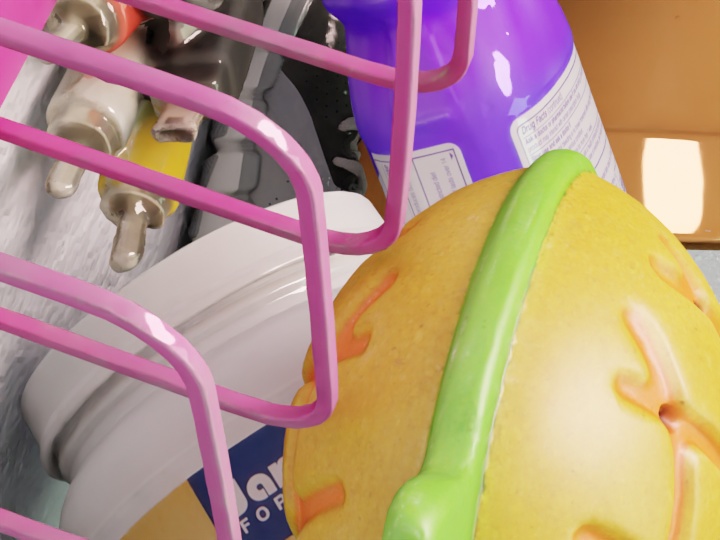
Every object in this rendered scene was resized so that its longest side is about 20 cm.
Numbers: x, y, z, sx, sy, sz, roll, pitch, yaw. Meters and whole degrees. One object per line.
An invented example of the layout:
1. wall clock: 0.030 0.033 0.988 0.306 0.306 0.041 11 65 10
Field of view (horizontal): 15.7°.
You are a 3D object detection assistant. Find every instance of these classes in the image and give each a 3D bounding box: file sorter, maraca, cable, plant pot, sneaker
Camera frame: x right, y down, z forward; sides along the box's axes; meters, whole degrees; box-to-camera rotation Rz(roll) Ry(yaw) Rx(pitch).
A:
1. file sorter: -0.047 -0.051 0.553 0.139 0.125 0.200 88 23 -61
2. maraca: 0.031 0.055 0.601 0.200 0.107 0.137 -63 155 -52
3. cable: -0.051 -0.094 0.739 0.200 0.050 0.097 -77 160 -52
4. plant pot: 0.095 -0.079 1.069 0.200 0.199 0.141 0 91 -78
5. sneaker: 0.000 0.000 0.872 0.075 0.115 0.201 14 94 -79

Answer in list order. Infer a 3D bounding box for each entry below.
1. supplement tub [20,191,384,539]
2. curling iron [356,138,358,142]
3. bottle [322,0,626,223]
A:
1. supplement tub: 0.003 0.092 0.742 0.144 0.200 0.144 -30 164 -10
2. curling iron: 0.011 -0.126 0.957 0.050 0.025 0.200 -53 158 -50
3. bottle: 0.035 -0.049 0.799 0.200 0.065 0.084 68 26 -20
